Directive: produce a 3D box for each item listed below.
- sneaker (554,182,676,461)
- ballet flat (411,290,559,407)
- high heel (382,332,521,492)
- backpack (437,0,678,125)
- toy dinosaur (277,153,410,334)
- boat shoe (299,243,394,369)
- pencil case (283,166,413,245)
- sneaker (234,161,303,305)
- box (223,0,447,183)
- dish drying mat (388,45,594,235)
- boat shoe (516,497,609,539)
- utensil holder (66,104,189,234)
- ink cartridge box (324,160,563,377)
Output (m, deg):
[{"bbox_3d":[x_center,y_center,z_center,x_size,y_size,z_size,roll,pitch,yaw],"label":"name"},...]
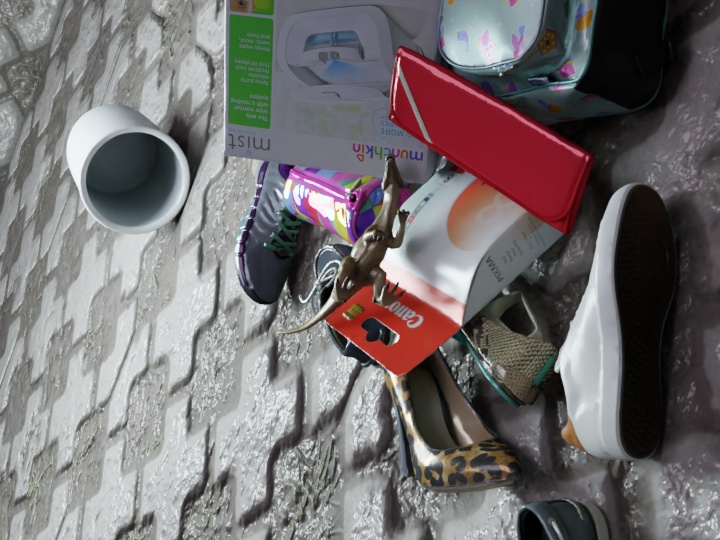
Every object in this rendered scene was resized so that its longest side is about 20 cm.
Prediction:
[{"bbox_3d":[0.177,0.035,0.826,0.084,0.072,0.202,-7,71,56],"label":"sneaker"},{"bbox_3d":[0.109,0.045,0.959,0.075,0.068,0.200,-49,31,1],"label":"ballet flat"},{"bbox_3d":[0.073,0.108,0.943,0.200,0.071,0.144,172,93,-66],"label":"high heel"},{"bbox_3d":[0.149,-0.212,0.927,0.200,0.152,0.178,173,105,-66],"label":"backpack"},{"bbox_3d":[0.000,0.000,0.995,0.201,0.058,0.101,-59,16,13],"label":"toy dinosaur"},{"bbox_3d":[-0.019,0.031,1.176,0.075,0.061,0.201,-59,32,27],"label":"boat shoe"},{"bbox_3d":[-0.014,-0.074,1.201,0.200,0.088,0.089,25,97,61],"label":"pencil case"},{"bbox_3d":[-0.096,-0.061,1.349,0.087,0.074,0.202,-20,58,49],"label":"sneaker"},{"bbox_3d":[-0.019,-0.187,1.034,0.097,0.198,0.178,-55,-28,-65],"label":"box"},{"bbox_3d":[0.099,-0.108,0.911,0.200,0.018,0.077,38,135,30],"label":"dish drying mat"},{"bbox_3d":[0.140,0.259,0.789,0.073,0.061,0.202,-32,50,50],"label":"boat shoe"},{"bbox_3d":[-0.376,-0.166,1.786,0.200,0.169,0.171,40,110,61],"label":"utensil holder"},{"bbox_3d":[0.063,-0.012,0.977,0.200,0.050,0.162,-39,28,-11],"label":"ink cartridge box"}]
